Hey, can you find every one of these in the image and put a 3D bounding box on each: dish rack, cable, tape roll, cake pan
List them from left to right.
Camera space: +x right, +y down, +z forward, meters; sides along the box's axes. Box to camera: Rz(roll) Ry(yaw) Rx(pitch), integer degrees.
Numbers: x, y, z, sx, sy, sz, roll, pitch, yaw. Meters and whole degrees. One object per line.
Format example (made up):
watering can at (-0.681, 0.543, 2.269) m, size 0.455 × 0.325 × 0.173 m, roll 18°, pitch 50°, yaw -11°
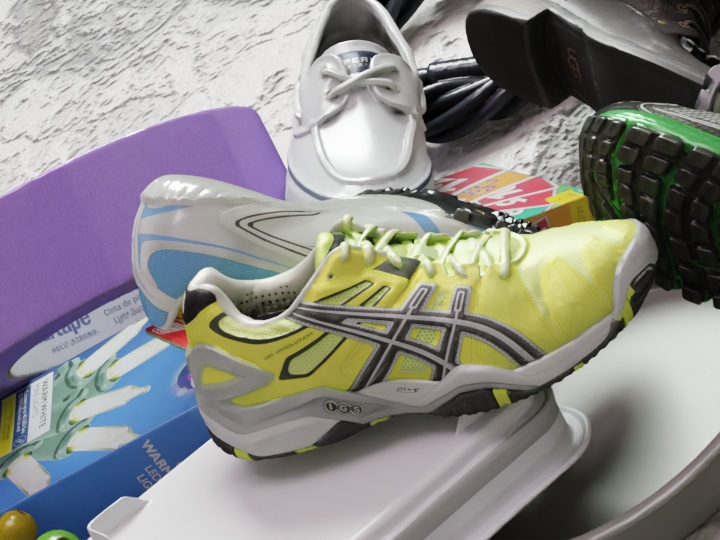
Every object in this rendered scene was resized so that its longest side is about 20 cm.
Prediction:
tape roll at (-0.125, -0.005, 1.351) m, size 0.200 × 0.066 × 0.200 m, roll -27°, pitch -8°, yaw -4°
dish rack at (-0.022, 0.091, 1.137) m, size 0.200 × 0.044 × 0.172 m, roll -38°, pitch 28°, yaw -26°
cable at (0.057, -0.133, 1.455) m, size 0.200 × 0.051 × 0.163 m, roll 3°, pitch 50°, yaw 47°
cake pan at (0.097, 0.059, 1.173) m, size 0.200 × 0.037 × 0.200 m, roll -27°, pitch 33°, yaw 19°

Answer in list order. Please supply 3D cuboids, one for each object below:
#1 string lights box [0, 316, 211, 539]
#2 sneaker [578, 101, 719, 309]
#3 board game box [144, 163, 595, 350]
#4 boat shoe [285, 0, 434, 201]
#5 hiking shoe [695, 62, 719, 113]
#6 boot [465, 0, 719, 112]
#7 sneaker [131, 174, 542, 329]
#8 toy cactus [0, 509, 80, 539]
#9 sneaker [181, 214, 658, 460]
string lights box at (-0.112, 0.082, 1.336) m, size 0.200 × 0.059 × 0.103 m, roll -29°, pitch 30°, yaw 13°
sneaker at (0.184, -0.027, 1.118) m, size 0.200 × 0.078 × 0.085 m, roll 17°, pitch 43°, yaw 11°
board game box at (0.003, -0.003, 1.278) m, size 0.200 × 0.030 × 0.096 m, roll -23°, pitch 22°, yaw -25°
boat shoe at (-0.005, -0.077, 1.326) m, size 0.073 × 0.065 × 0.200 m, roll -5°, pitch 26°, yaw -6°
hiking shoe at (0.209, -0.109, 1.163) m, size 0.101 × 0.200 × 0.076 m, roll 20°, pitch 16°, yaw 10°
boot at (0.166, -0.132, 1.323) m, size 0.174 × 0.069 × 0.200 m, roll -37°, pitch 47°, yaw -26°
sneaker at (0.000, 0.000, 1.188) m, size 0.200 × 0.073 × 0.072 m, roll 4°, pitch 9°, yaw -11°
toy cactus at (-0.192, 0.203, 1.252) m, size 0.200 × 0.102 × 0.165 m, roll -28°, pitch 51°, yaw 11°
sneaker at (0.021, 0.015, 1.108) m, size 0.200 × 0.076 × 0.075 m, roll -19°, pitch 24°, yaw 10°
